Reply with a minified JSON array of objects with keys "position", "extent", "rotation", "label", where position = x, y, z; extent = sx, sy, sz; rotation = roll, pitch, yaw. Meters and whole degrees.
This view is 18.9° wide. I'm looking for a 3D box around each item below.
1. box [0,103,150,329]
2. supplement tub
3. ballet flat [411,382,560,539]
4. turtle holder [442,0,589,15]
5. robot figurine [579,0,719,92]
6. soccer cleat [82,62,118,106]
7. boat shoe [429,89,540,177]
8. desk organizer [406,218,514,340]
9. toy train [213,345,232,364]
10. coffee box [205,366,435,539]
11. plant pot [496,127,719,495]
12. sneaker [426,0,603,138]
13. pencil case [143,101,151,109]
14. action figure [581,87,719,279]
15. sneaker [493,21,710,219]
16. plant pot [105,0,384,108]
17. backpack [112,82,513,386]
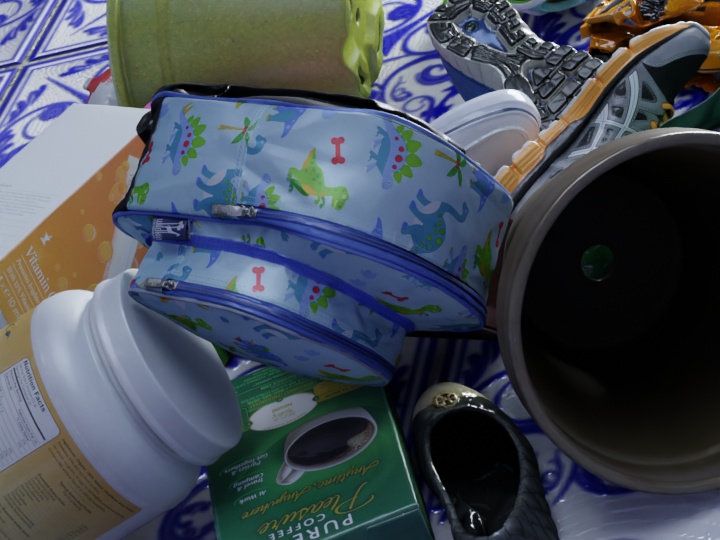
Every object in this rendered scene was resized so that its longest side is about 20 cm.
[{"position":[-0.211,-0.012,1.541],"extent":[0.097,0.125,0.200],"rotation":[7,42,39],"label":"box"},{"position":[-0.185,0.102,1.290],"extent":[0.200,0.145,0.145],"rotation":[-32,29,13],"label":"supplement tub"},{"position":[0.071,0.115,1.229],"extent":[0.066,0.057,0.200],"rotation":[-22,31,-2],"label":"ballet flat"},{"position":[0.135,-0.269,1.704],"extent":[0.185,0.141,0.132],"rotation":[6,42,36],"label":"turtle holder"},{"position":[0.249,-0.177,1.567],"extent":[0.199,0.058,0.145],"rotation":[8,39,40],"label":"robot figurine"},{"position":[-0.202,-0.098,1.734],"extent":[0.085,0.069,0.200],"rotation":[10,46,29],"label":"soccer cleat"},{"position":[0.047,-0.038,1.460],"extent":[0.200,0.073,0.067],"rotation":[-39,43,17],"label":"boat shoe"},{"position":[0.000,0.000,1.397],"extent":[0.199,0.072,0.077],"rotation":[1,82,29],"label":"desk organizer"},{"position":[-0.129,0.079,1.433],"extent":[0.056,0.042,0.200],"rotation":[7,40,23],"label":"toy train"},{"position":[-0.030,0.121,1.298],"extent":[0.122,0.044,0.200],"rotation":[-22,30,1],"label":"coffee box"},{"position":[0.160,0.009,1.237],"extent":[0.199,0.201,0.174],"rotation":[-25,14,-5],"label":"plant pot"},{"position":[0.128,-0.118,1.537],"extent":[0.078,0.089,0.200],"rotation":[-35,53,-10],"label":"sneaker"},{"position":[-0.071,-0.081,1.601],"extent":[0.199,0.094,0.091],"rotation":[3,-6,36],"label":"pencil case"},{"position":[0.183,-0.037,1.371],"extent":[0.200,0.118,0.055],"rotation":[-34,44,-3],"label":"action figure"},{"position":[0.165,-0.080,1.426],"extent":[0.077,0.078,0.200],"rotation":[43,89,15],"label":"sneaker"},{"position":[-0.082,-0.198,1.711],"extent":[0.183,0.201,0.201],"rotation":[0,35,12],"label":"plant pot"},{"position":[-0.022,-0.015,1.247],"extent":[0.199,0.183,0.148],"rotation":[3,72,39],"label":"backpack"}]
